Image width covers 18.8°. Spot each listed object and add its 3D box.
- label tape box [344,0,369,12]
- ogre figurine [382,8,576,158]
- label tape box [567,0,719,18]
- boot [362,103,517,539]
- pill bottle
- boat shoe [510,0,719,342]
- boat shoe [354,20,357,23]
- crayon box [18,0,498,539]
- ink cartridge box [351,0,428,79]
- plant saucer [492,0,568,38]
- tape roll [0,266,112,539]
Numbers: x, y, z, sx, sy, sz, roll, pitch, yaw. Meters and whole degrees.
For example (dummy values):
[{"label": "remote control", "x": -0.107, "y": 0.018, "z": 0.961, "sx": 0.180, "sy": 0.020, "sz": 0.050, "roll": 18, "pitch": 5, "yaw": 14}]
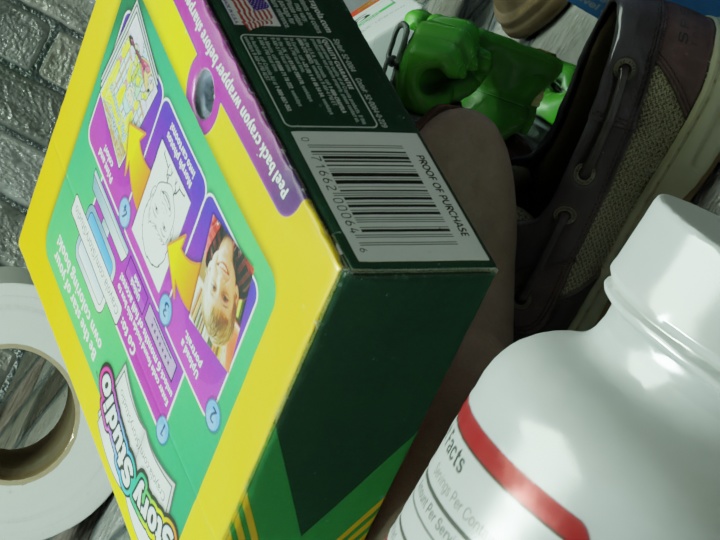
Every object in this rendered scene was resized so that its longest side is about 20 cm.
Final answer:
[{"label": "label tape box", "x": -0.012, "y": -0.121, "z": 1.269, "sx": 0.200, "sy": 0.063, "sz": 0.144, "roll": -48, "pitch": 1, "yaw": 13}, {"label": "ogre figurine", "x": 0.042, "y": -0.037, "z": 0.882, "sx": 0.200, "sy": 0.097, "sz": 0.121, "roll": -99, "pitch": 27, "yaw": -84}, {"label": "label tape box", "x": 0.083, "y": -0.144, "z": 0.834, "sx": 0.064, "sy": 0.144, "sz": 0.200, "roll": -57, "pitch": 13, "yaw": 23}, {"label": "boot", "x": 0.039, "y": 0.054, "z": 0.706, "sx": 0.146, "sy": 0.070, "sz": 0.202, "roll": -153, "pitch": 72, "yaw": -64}, {"label": "pill bottle", "x": 0.055, "y": 0.089, "z": 0.514, "sx": 0.201, "sy": 0.112, "sz": 0.112, "roll": -60, "pitch": 12, "yaw": 11}, {"label": "boat shoe", "x": 0.070, "y": -0.016, "z": 0.802, "sx": 0.201, "sy": 0.064, "sz": 0.072, "roll": -57, "pitch": 14, "yaw": 28}, {"label": "boat shoe", "x": 0.000, "y": 0.000, "z": 0.797, "sx": 0.073, "sy": 0.062, "sz": 0.202, "roll": -122, "pitch": 31, "yaw": -75}, {"label": "crayon box", "x": -0.045, "y": -0.005, "z": 0.728, "sx": 0.201, "sy": 0.058, "sz": 0.173, "roll": 63, "pitch": 142, "yaw": 40}, {"label": "ink cartridge box", "x": -0.013, "y": -0.087, "z": 1.052, "sx": 0.109, "sy": 0.051, "sz": 0.200, "roll": -33, "pitch": 13, "yaw": 2}, {"label": "plant saucer", "x": 0.118, "y": -0.215, "z": 1.130, "sx": 0.201, "sy": 0.029, "sz": 0.200, "roll": -57, "pitch": 12, "yaw": 20}, {"label": "tape roll", "x": -0.277, "y": 0.103, "z": 1.715, "sx": 0.204, "sy": 0.202, "sz": 0.139, "roll": -62, "pitch": 13, "yaw": 0}]
